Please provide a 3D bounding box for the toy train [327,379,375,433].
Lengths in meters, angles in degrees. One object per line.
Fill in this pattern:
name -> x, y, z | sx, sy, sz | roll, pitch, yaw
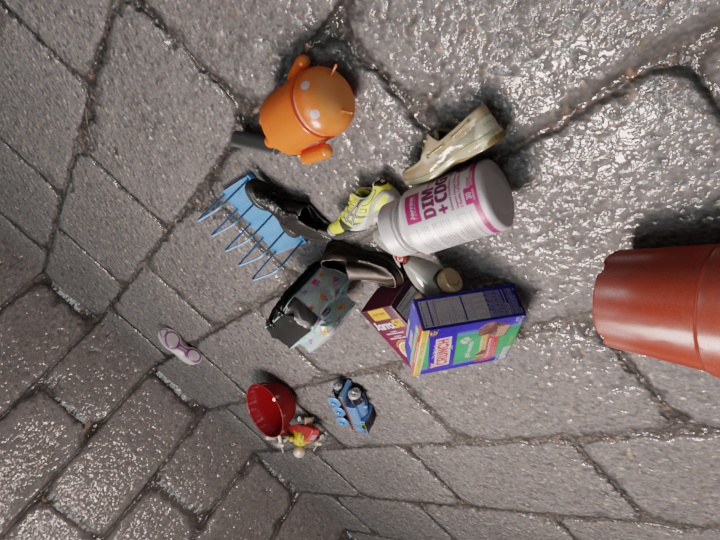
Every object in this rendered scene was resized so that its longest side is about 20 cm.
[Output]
toy train -> -0.024, 0.415, 1.777 | 0.114, 0.087, 0.200 | 6, 135, 25

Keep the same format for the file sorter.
file sorter -> -0.249, -0.092, 1.315 | 0.139, 0.123, 0.200 | -16, 120, 50

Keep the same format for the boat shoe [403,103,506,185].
boat shoe -> 0.131, -0.191, 0.896 | 0.200, 0.072, 0.065 | -21, 104, 53

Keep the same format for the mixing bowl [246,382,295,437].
mixing bowl -> -0.300, 0.473, 2.046 | 0.200, 0.108, 0.201 | 18, 117, 38

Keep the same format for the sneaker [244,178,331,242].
sneaker -> -0.149, -0.131, 1.236 | 0.200, 0.060, 0.104 | 46, 148, -23

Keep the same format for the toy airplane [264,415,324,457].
toy airplane -> -0.238, 0.617, 2.131 | 0.199, 0.142, 0.199 | -7, 160, 1

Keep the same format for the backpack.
backpack -> -0.100, 0.075, 1.320 | 0.153, 0.200, 0.176 | 34, 143, -6

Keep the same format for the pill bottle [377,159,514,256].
pill bottle -> 0.134, -0.093, 0.932 | 0.200, 0.114, 0.113 | -18, 120, 35

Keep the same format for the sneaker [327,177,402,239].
sneaker -> 0.003, -0.118, 1.110 | 0.200, 0.075, 0.077 | -22, 105, 44

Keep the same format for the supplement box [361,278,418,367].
supplement box -> 0.113, 0.125, 1.283 | 0.200, 0.086, 0.110 | 49, 146, -17

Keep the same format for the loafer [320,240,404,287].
loafer -> 0.000, 0.000, 1.245 | 0.199, 0.071, 0.073 | 18, 143, 26

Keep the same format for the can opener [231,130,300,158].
can opener -> -0.162, -0.252, 1.116 | 0.199, 0.053, 0.067 | 13, 106, 30

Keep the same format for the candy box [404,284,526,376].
candy box -> 0.193, 0.116, 1.107 | 0.199, 0.077, 0.169 | -8, 143, -8

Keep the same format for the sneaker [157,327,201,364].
sneaker -> -0.726, 0.310, 2.294 | 0.200, 0.075, 0.100 | 44, 145, -10

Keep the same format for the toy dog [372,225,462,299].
toy dog -> 0.117, -0.019, 1.108 | 0.132, 0.096, 0.200 | -15, 109, 33

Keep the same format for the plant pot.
plant pot -> 0.447, 0.047, 0.800 | 0.195, 0.201, 0.201 | 6, 137, 51

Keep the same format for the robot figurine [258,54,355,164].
robot figurine -> -0.089, -0.265, 0.960 | 0.116, 0.144, 0.200 | 32, 151, -32
